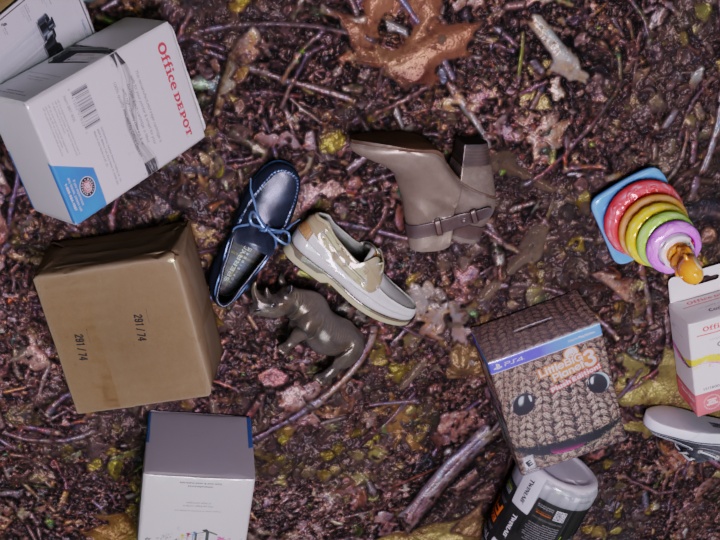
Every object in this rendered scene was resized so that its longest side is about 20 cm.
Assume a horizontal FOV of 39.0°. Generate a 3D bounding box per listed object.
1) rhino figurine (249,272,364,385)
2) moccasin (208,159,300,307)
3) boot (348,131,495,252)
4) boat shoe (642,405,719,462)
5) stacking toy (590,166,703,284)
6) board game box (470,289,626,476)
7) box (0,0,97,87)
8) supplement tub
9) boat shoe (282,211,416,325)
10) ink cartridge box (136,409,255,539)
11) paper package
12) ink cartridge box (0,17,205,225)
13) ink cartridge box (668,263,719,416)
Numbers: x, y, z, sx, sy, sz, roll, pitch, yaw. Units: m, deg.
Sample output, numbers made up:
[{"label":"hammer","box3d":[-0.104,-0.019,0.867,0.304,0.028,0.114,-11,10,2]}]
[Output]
[{"label":"rhino figurine","box3d":[-0.072,0.071,1.321,0.087,0.060,0.200,-44,122,6]},{"label":"moccasin","box3d":[-0.125,-0.037,1.263,0.080,0.068,0.201,19,111,-17]},{"label":"boot","box3d":[0.077,-0.095,1.270,0.198,0.070,0.147,2,117,-10]},{"label":"boat shoe","box3d":[0.499,0.252,1.508,0.199,0.072,0.068,12,112,-22]},{"label":"stacking toy","box3d":[0.380,-0.038,1.272,0.109,0.200,0.116,-28,116,5]},{"label":"board game box","box3d":[0.260,0.156,1.403,0.158,0.097,0.201,-20,117,1]},{"label":"box","box3d":[-0.376,-0.233,1.054,0.200,0.060,0.117,-49,158,-20]},{"label":"supplement tub","box3d":[0.254,0.366,1.489,0.122,0.123,0.201,17,111,-16]},{"label":"boat shoe","box3d":[0.000,0.000,1.299,0.199,0.075,0.068,32,109,-23]},{"label":"ink cartridge box","box3d":[-0.226,0.316,1.373,0.144,0.147,0.201,5,115,-12]},{"label":"paper package","box3d":[-0.281,0.057,1.253,0.189,0.104,0.201,-8,117,6]},{"label":"ink cartridge box","box3d":[-0.280,-0.167,1.103,0.200,0.084,0.145,-42,133,-35]},{"label":"ink cartridge box","box3d":[0.505,0.094,1.430,0.116,0.068,0.201,-17,117,-1]}]
